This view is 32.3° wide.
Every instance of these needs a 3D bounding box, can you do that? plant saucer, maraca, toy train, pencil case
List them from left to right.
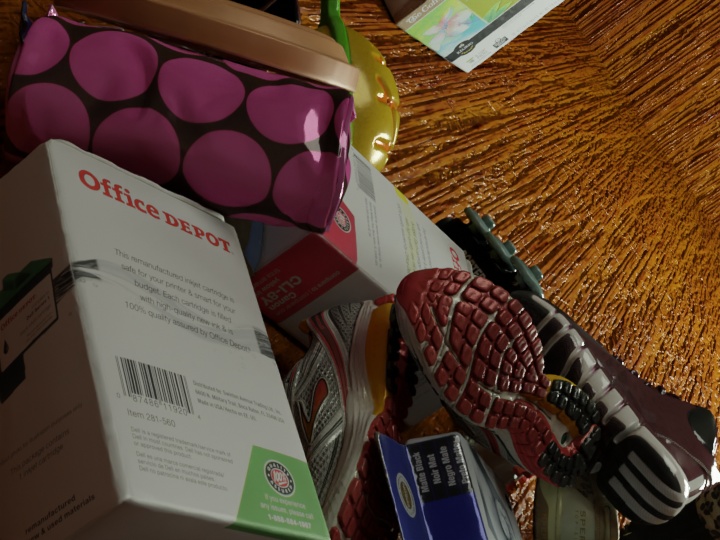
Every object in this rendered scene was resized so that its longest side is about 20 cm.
[{"bbox_3d":[-0.100,-0.086,0.704,0.198,0.091,0.094,16,56,-3],"label":"pencil case"},{"bbox_3d":[-0.095,-0.156,0.799,0.199,0.033,0.200,16,7,-2],"label":"plant saucer"},{"bbox_3d":[-0.023,-0.148,1.025,0.106,0.138,0.201,2,54,-10],"label":"maraca"},{"bbox_3d":[0.118,0.026,1.095,0.114,0.085,0.200,53,2,-31],"label":"toy train"}]

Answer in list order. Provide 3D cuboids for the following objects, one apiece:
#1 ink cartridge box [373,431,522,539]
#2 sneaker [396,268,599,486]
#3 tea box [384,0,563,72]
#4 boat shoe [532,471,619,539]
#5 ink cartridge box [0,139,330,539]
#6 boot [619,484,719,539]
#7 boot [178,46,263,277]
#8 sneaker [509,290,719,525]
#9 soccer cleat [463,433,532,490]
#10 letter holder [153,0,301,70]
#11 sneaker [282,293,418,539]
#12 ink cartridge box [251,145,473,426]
[{"bbox_3d":[0.078,0.203,0.748,0.200,0.040,0.201,47,26,-63],"label":"ink cartridge box"},{"bbox_3d":[0.075,0.071,0.803,0.078,0.082,0.200,-55,130,-20],"label":"sneaker"},{"bbox_3d":[0.144,-0.389,1.600,0.196,0.199,0.134,19,42,-53],"label":"tea box"},{"bbox_3d":[0.174,0.152,0.943,0.200,0.062,0.074,-55,144,-60],"label":"boat shoe"},{"bbox_3d":[-0.111,0.054,0.616,0.146,0.084,0.201,27,35,-49],"label":"ink cartridge box"},{"bbox_3d":[0.281,0.233,1.062,0.203,0.153,0.074,12,47,-59],"label":"boot"},{"bbox_3d":[-0.116,-0.074,0.843,0.201,0.074,0.097,-112,-178,-52],"label":"boot"},{"bbox_3d":[0.186,0.094,0.911,0.115,0.076,0.201,-5,49,-43],"label":"sneaker"},{"bbox_3d":[0.105,0.134,0.974,0.078,0.069,0.200,54,15,13],"label":"soccer cleat"},{"bbox_3d":[-0.107,-0.279,1.015,0.100,0.142,0.201,26,35,-49],"label":"letter holder"},{"bbox_3d":[-0.015,0.106,0.768,0.078,0.081,0.201,67,25,-43],"label":"sneaker"},{"bbox_3d":[0.000,0.000,0.917,0.200,0.083,0.146,40,27,-32],"label":"ink cartridge box"}]
